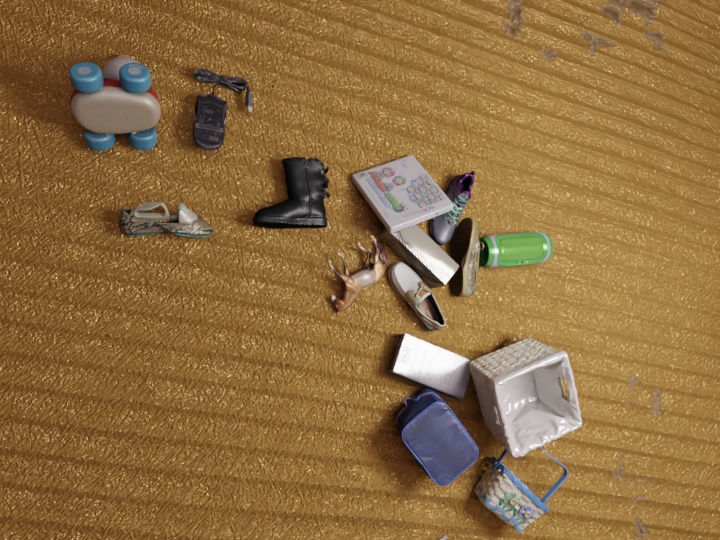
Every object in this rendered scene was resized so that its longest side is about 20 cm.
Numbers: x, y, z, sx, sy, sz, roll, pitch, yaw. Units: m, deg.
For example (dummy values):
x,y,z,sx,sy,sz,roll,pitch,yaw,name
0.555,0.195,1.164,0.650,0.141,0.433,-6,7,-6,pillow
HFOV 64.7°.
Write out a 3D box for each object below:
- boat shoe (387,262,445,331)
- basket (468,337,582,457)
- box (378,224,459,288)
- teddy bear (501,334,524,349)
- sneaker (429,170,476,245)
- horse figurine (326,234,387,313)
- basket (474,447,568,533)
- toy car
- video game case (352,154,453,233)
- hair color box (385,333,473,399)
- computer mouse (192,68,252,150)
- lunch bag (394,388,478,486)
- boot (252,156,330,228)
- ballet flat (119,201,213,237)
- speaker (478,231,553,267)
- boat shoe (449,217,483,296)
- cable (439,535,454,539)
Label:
x,y,z,sx,sy,sz,roll,pitch,yaw,name
0.147,0.061,1.411,0.075,0.068,0.201,-40,95,-19,boat shoe
0.386,0.294,1.356,0.198,0.161,0.201,-20,104,-12,basket
0.145,-0.049,1.420,0.200,0.082,0.069,42,73,-7,box
0.425,0.265,1.484,0.199,0.067,0.146,38,82,-16,teddy bear
0.238,-0.165,1.461,0.074,0.087,0.202,23,76,-14,sneaker
0.000,0.000,1.378,0.199,0.050,0.134,-31,105,-25,horse figurine
0.394,0.518,1.391,0.176,0.139,0.201,39,83,-8,basket
-0.528,-0.396,1.228,0.174,0.185,0.202,-6,55,-18,toy car
0.102,-0.194,1.403,0.180,0.024,0.201,-21,57,-19,video game case
0.170,0.236,1.399,0.198,0.061,0.100,23,76,-14,hair color box
-0.323,-0.366,1.334,0.139,0.046,0.203,2,77,-22,computer mouse
0.169,0.382,1.344,0.135,0.132,0.201,-36,95,-3,lunch bag
-0.162,-0.184,1.342,0.196,0.073,0.165,-2,85,-25,boot
-0.423,-0.113,1.244,0.197,0.068,0.076,0,119,-16,ballet flat
0.407,-0.055,1.504,0.197,0.088,0.090,-5,84,-19,speaker
0.274,-0.034,1.461,0.062,0.073,0.203,2,101,-31,boat shoe
0.194,0.762,1.330,0.199,0.069,0.202,-31,93,-19,cable
